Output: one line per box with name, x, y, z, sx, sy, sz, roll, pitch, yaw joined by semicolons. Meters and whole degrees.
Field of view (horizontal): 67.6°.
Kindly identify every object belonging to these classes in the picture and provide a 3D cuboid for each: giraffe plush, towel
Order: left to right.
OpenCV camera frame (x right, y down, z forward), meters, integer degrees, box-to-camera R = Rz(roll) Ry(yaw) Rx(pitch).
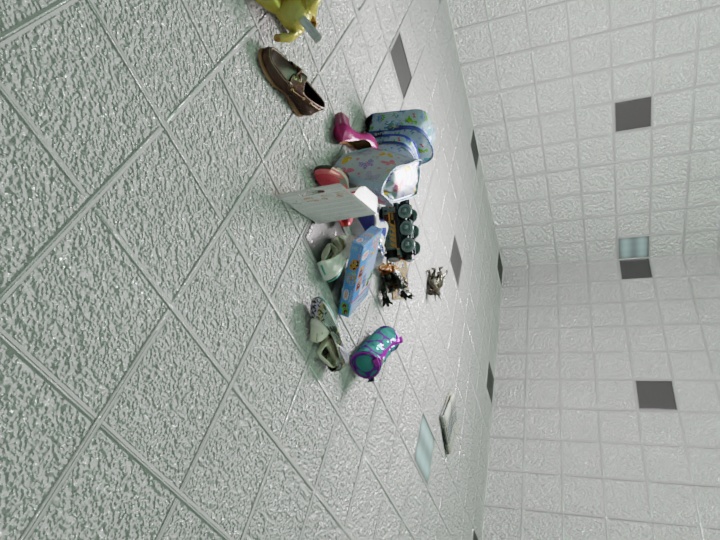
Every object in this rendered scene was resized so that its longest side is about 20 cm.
giraffe plush;-0.137;-0.577;1.148;0.162;0.171;0.202;-92;159;-71
towel;0.383;0.640;2.273;0.200;0.034;0.195;-46;127;-61

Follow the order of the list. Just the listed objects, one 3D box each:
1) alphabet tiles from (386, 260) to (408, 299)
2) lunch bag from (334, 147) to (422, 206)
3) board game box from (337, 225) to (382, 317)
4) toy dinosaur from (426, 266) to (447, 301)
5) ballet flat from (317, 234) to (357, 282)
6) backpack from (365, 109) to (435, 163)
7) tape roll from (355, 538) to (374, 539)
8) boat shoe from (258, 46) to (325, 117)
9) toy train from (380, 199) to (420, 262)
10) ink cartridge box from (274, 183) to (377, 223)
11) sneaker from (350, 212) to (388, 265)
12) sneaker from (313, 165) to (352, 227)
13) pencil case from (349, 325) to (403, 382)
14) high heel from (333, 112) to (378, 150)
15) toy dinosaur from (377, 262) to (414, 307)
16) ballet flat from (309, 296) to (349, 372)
alphabet tiles;0.128;0.013;1.821;0.200;0.006;0.169;4;83;-67
lunch bag;0.041;-0.245;1.421;0.199;0.168;0.129;-26;129;-52
board game box;0.000;0.000;1.389;0.151;0.036;0.202;-44;150;-61
toy dinosaur;0.305;0.043;2.174;0.200;0.076;0.104;-47;141;-66
ballet flat;-0.054;-0.050;1.342;0.201;0.069;0.070;-60;139;-52
backpack;0.125;-0.387;1.640;0.183;0.198;0.149;53;39;-53
tape roll;0.031;0.734;1.217;0.140;0.200;0.205;-60;139;-54
boat shoe;-0.145;-0.415;1.176;0.200;0.070;0.071;39;52;-58
toy train;0.123;-0.122;1.688;0.085;0.113;0.203;16;67;-64
ink cartridge box;-0.071;-0.162;1.187;0.200;0.159;0.051;32;55;-62
sneaker;0.028;-0.126;1.535;0.116;0.080;0.201;-73;155;-49
sneaker;-0.057;-0.181;1.336;0.200;0.073;0.088;52;42;-53
pencil case;0.046;0.224;1.482;0.200;0.091;0.086;-38;120;-64
high heel;-0.010;-0.342;1.480;0.199;0.067;0.097;28;49;-46
toy dinosaur;0.093;0.031;1.666;0.199;0.102;0.137;16;55;-43
ballet flat;-0.080;0.157;1.237;0.072;0.071;0.202;-63;141;-51
